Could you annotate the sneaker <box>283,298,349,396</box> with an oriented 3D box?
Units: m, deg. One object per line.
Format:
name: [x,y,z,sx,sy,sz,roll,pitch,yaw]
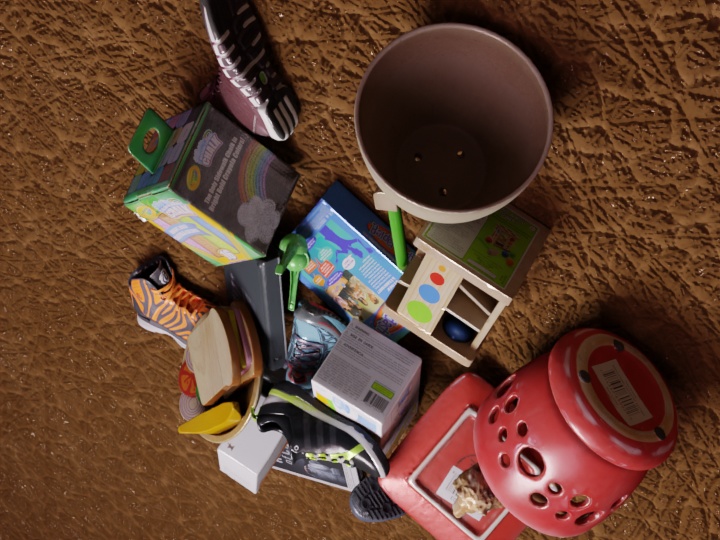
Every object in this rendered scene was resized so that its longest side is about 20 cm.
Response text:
sneaker: [-0.062,0.116,1.499,0.078,0.096,0.201,24,155,17]

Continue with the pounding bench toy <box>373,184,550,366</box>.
pounding bench toy: [0.086,-0.014,1.285,0.198,0.125,0.157,32,140,5]

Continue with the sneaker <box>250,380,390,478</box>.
sneaker: [-0.055,0.225,1.431,0.198,0.083,0.072,31,159,20]

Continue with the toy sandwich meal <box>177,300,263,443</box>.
toy sandwich meal: [-0.204,0.140,1.519,0.203,0.069,0.210,-8,79,46]

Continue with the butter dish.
butter dish: [0.148,0.255,1.487,0.199,0.148,0.200,40,95,-4]

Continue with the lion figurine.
lion figurine: [0.204,0.282,1.354,0.196,0.123,0.074,17,97,-2]

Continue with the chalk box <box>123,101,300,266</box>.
chalk box: [-0.197,-0.112,1.339,0.199,0.126,0.123,36,154,-29]

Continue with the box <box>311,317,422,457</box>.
box: [0.009,0.167,1.475,0.111,0.102,0.201,30,158,15]

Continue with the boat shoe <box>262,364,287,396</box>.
boat shoe: [-0.119,0.180,1.647,0.199,0.072,0.071,30,139,8]

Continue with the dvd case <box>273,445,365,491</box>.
dvd case: [-0.090,0.271,1.748,0.197,0.025,0.152,10,132,27]

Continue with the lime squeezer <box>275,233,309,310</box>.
lime squeezer: [-0.083,-0.005,1.394,0.037,0.072,0.200,-3,165,-1]

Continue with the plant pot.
plant pot: [0.260,0.182,1.297,0.199,0.201,0.183,38,131,-2]

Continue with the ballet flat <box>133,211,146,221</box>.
ballet flat: [-0.250,-0.125,1.466,0.071,0.072,0.200,39,138,-4]

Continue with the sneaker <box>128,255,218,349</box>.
sneaker: [-0.268,0.046,1.625,0.197,0.078,0.113,10,134,27]

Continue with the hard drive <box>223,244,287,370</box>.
hard drive: [-0.147,0.020,1.501,0.140,0.032,0.202,49,152,39]

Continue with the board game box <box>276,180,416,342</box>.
board game box: [0.000,0.000,1.419,0.200,0.045,0.152,42,139,-5]

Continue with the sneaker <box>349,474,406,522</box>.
sneaker: [0.053,0.307,1.555,0.082,0.198,0.071,-40,72,49]

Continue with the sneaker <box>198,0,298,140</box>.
sneaker: [-0.161,-0.235,1.297,0.114,0.076,0.202,0,128,39]

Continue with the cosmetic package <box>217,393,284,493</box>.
cosmetic package: [-0.155,0.257,1.636,0.071,0.102,0.200,32,162,5]

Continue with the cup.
cup: [0.089,-0.130,1.149,0.198,0.202,0.144,30,164,7]
